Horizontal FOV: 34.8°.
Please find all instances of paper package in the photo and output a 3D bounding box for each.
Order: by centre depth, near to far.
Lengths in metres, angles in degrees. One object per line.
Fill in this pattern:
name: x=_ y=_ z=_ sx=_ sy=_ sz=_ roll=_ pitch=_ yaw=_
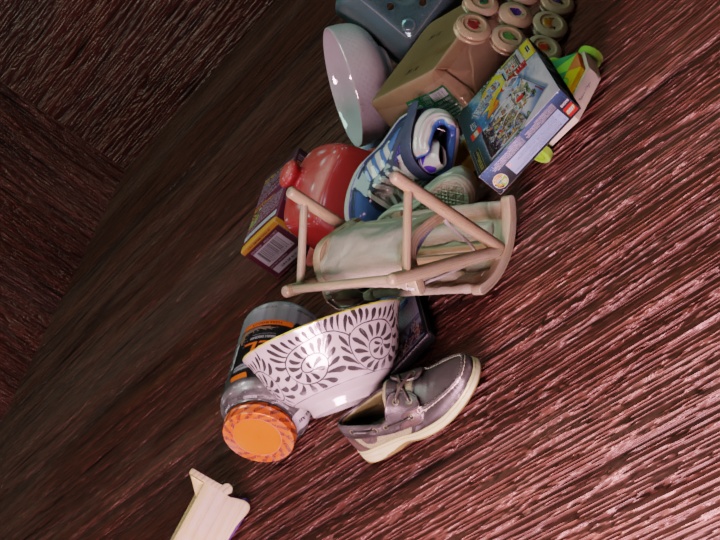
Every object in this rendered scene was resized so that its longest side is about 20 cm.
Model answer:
paper package: x=0.134 y=-0.290 z=1.662 sx=0.191 sy=0.103 sz=0.199 roll=-55 pitch=19 yaw=-22

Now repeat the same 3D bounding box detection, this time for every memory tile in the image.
memory tile: x=0.216 y=-0.365 z=1.569 sx=0.017 sy=0.152 sz=0.201 roll=108 pitch=180 yaw=-54

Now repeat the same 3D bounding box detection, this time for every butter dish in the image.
butter dish: x=-0.057 y=-0.121 z=1.766 sx=0.199 sy=0.147 sz=0.201 roll=-1 pitch=64 yaw=64

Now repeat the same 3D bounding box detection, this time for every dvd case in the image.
dvd case: x=0.033 y=0.083 z=1.455 sx=0.143 sy=0.017 sz=0.201 roll=-48 pitch=20 yaw=17

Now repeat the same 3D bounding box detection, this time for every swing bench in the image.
swing bench: x=0.045 y=-0.029 z=1.336 sx=0.198 sy=0.198 sz=0.132 roll=-6 pitch=79 yaw=49

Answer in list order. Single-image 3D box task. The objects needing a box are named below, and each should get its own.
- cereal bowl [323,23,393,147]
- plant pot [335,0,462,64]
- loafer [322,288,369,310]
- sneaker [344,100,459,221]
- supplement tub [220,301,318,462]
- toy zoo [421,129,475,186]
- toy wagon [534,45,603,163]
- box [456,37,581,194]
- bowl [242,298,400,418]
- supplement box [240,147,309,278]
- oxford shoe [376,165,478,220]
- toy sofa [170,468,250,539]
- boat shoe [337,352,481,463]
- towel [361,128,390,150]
cereal bowl: x=0.007 y=-0.306 z=1.865 sx=0.082 sy=0.202 sz=0.200 roll=-16 pitch=18 yaw=-9
plant pot: x=0.076 y=-0.443 z=1.844 sx=0.196 sy=0.196 sz=0.200 roll=-51 pitch=0 yaw=10
loafer: x=0.000 y=0.000 z=1.546 sx=0.200 sy=0.075 sz=0.070 roll=-44 pitch=4 yaw=48
sneaker: x=0.060 y=-0.131 z=1.546 sx=0.201 sy=0.080 sz=0.146 roll=-58 pitch=21 yaw=-4
supplement tub: x=-0.118 y=0.149 z=1.544 sx=0.122 sy=0.122 sz=0.201 roll=-40 pitch=26 yaw=35
toy zoo: x=0.111 y=-0.130 z=1.611 sx=0.200 sy=0.020 sz=0.132 roll=-50 pitch=20 yaw=16
toy wagon: x=0.222 y=-0.202 z=1.444 sx=0.156 sy=0.039 sz=0.199 roll=-60 pitch=21 yaw=-15
box: x=0.187 y=-0.192 z=1.394 sx=0.137 sy=0.038 sz=0.201 roll=-48 pitch=21 yaw=20
bowl: x=-0.030 y=0.113 z=1.341 sx=0.199 sy=0.095 sz=0.201 roll=-20 pitch=-9 yaw=-3
supplement box: x=-0.127 y=-0.102 z=2.012 sx=0.110 sy=0.085 sz=0.201 roll=-38 pitch=26 yaw=39
oxford shoe: x=0.088 y=-0.075 z=1.515 sx=0.200 sy=0.075 sz=0.058 roll=-36 pitch=8 yaw=45
toy sofa: x=-0.229 y=0.374 z=1.528 sx=0.201 sy=0.097 sz=0.083 roll=-62 pitch=-3 yaw=-18
boat shoe: x=0.049 y=0.146 z=1.251 sx=0.200 sy=0.065 sz=0.074 roll=-42 pitch=24 yaw=34
towel: x=0.020 y=-0.195 z=1.917 sx=0.146 sy=0.024 sz=0.201 roll=-32 pitch=30 yaw=49
